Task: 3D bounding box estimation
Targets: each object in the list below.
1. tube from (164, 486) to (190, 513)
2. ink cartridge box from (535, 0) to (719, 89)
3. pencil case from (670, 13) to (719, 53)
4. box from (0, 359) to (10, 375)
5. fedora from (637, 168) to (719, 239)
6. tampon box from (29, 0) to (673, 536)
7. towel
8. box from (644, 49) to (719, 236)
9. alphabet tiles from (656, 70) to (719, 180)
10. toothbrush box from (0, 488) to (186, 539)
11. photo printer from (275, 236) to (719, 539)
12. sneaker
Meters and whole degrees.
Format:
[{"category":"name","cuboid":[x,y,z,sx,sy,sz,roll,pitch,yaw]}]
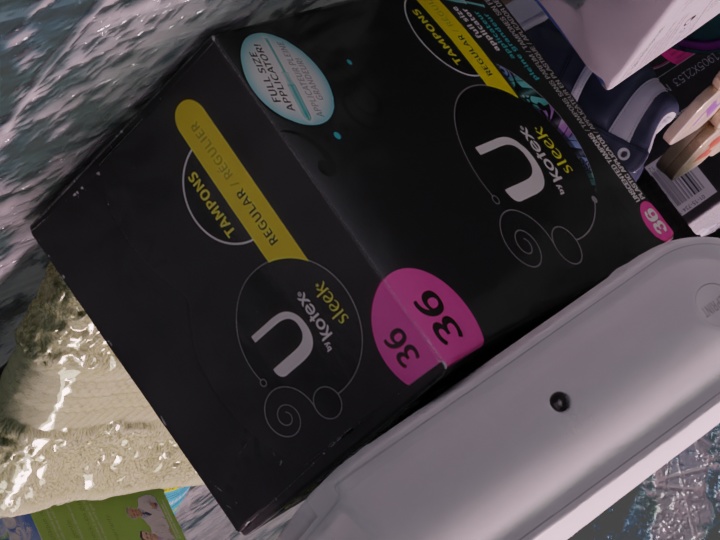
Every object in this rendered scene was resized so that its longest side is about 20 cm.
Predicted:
[{"category":"tube","cuboid":[-0.121,0.121,1.234,0.077,0.051,0.200,-13,154,-27]},{"category":"ink cartridge box","cuboid":[0.178,-0.180,1.056,0.199,0.077,0.137,-33,172,-16]},{"category":"pencil case","cuboid":[0.210,-0.169,1.236,0.093,0.085,0.200,-53,166,31]},{"category":"box","cuboid":[-0.129,0.046,1.167,0.200,0.036,0.144,-40,172,12]},{"category":"fedora","cuboid":[0.093,-0.003,1.230,0.200,0.092,0.201,-27,-178,1]},{"category":"tampon box","cuboid":[0.001,-0.015,0.952,0.126,0.150,0.200,-41,171,33]},{"category":"towel","cuboid":[-0.085,0.040,1.054,0.199,0.036,0.149,-2,125,-55]},{"category":"box","cuboid":[0.193,-0.085,1.474,0.199,0.132,0.115,-34,169,-24]},{"category":"alphabet tiles","cuboid":[0.231,-0.125,1.214,0.200,0.015,0.195,-51,168,34]},{"category":"toothbrush box","cuboid":[-0.196,0.145,1.076,0.146,0.086,0.199,-42,156,30]},{"category":"photo printer","cuboid":[0.067,0.068,0.910,0.199,0.070,0.166,-34,171,-21]},{"category":"sneaker","cuboid":[0.062,-0.057,1.136,0.199,0.109,0.070,-35,172,-18]}]
